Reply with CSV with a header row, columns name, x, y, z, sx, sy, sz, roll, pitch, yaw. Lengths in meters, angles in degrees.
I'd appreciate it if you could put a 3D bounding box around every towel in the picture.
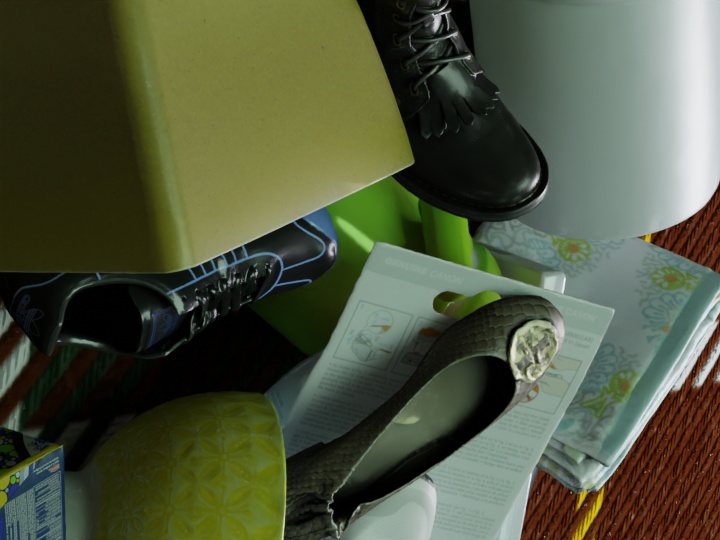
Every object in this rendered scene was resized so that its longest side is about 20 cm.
name,x,y,z,sx,sy,sz,roll,pitch,yaw
towel,0.127,0.041,1.747,0.200,0.171,0.048,-51,158,-34

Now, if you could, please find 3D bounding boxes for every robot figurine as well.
name,x,y,z,sx,sy,sz,roll,pitch,yaw
robot figurine,0.000,0.000,1.537,0.200,0.175,0.116,40,59,-18

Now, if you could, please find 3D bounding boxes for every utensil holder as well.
name,x,y,z,sx,sy,sz,roll,pitch,yaw
utensil holder,0.155,-0.143,1.719,0.170,0.170,0.200,-43,138,-41

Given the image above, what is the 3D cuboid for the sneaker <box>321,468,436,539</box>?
name,x,y,z,sx,sy,sz,roll,pitch,yaw
sneaker,-0.008,0.203,1.468,0.075,0.087,0.200,32,89,-35

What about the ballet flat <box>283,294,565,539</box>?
name,x,y,z,sx,sy,sz,roll,pitch,yaw
ballet flat,0.034,0.085,1.437,0.200,0.046,0.067,-34,121,-10

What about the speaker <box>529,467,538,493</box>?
name,x,y,z,sx,sy,sz,roll,pitch,yaw
speaker,0.077,0.141,1.801,0.081,0.081,0.200,33,74,-58

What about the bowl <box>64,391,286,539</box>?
name,x,y,z,sx,sy,sz,roll,pitch,yaw
bowl,-0.121,0.156,1.440,0.107,0.200,0.201,11,94,-16

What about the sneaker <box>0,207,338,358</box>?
name,x,y,z,sx,sy,sz,roll,pitch,yaw
sneaker,-0.094,0.008,1.395,0.200,0.078,0.070,-6,136,-27

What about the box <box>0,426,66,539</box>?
name,x,y,z,sx,sy,sz,roll,pitch,yaw
box,-0.235,0.142,1.307,0.200,0.070,0.064,-29,126,-50

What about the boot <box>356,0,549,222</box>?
name,x,y,z,sx,sy,sz,roll,pitch,yaw
boot,0.027,-0.129,1.316,0.069,0.200,0.174,-38,165,-20

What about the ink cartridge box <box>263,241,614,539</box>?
name,x,y,z,sx,sy,sz,roll,pitch,yaw
ink cartridge box,0.030,0.076,1.502,0.160,0.047,0.200,15,114,-25

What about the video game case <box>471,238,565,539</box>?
name,x,y,z,sx,sy,sz,roll,pitch,yaw
video game case,0.047,0.078,1.633,0.024,0.182,0.200,2,102,-36

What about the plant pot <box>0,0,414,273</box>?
name,x,y,z,sx,sy,sz,roll,pitch,yaw
plant pot,-0.119,-0.111,1.285,0.200,0.200,0.177,-28,113,-51
